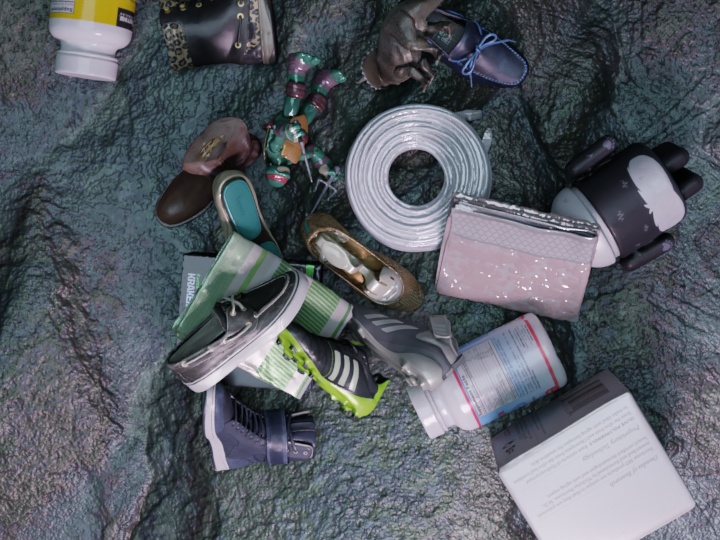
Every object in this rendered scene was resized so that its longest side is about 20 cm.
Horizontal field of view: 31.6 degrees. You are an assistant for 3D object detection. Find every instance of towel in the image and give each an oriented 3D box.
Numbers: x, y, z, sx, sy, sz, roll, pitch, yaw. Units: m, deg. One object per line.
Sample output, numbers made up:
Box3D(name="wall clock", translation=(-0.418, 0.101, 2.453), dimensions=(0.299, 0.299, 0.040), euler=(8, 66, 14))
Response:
Box3D(name="towel", translation=(0.203, -0.012, 1.668), dimensions=(0.199, 0.191, 0.032), euler=(13, 52, 7))
Box3D(name="towel", translation=(-0.121, 0.061, 1.624), dimensions=(0.200, 0.023, 0.153), euler=(31, 95, -25))

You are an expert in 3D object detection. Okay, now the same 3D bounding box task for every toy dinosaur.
Box3D(name="toy dinosaur", translation=(0.060, -0.296, 1.655), dimensions=(0.102, 0.077, 0.200), euler=(26, 129, 4))

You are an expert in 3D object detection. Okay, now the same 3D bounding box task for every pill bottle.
Box3D(name="pill bottle", translation=(0.166, 0.146, 1.707), dimensions=(0.200, 0.109, 0.109), euler=(-26, 92, 3))
Box3D(name="pill bottle", translation=(-0.354, -0.357, 1.692), dimensions=(0.111, 0.111, 0.201), euler=(8, 94, 1))

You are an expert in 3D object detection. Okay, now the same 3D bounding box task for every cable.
Box3D(name="cable", translation=(0.078, -0.124, 1.714), dimensions=(0.199, 0.069, 0.201), euler=(3, 93, 1))

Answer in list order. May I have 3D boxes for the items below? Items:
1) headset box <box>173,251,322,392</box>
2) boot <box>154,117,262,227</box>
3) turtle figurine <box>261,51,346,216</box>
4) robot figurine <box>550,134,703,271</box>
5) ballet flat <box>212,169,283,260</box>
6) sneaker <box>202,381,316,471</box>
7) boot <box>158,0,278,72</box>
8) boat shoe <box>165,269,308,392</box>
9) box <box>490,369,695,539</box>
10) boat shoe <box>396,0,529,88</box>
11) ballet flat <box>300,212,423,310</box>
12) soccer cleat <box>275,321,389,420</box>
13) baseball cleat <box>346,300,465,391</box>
Box3D(name="headset box", translation=(-0.141, 0.069, 1.718), dimensions=(0.199, 0.093, 0.175), euler=(5, 93, 0))
Box3D(name="boot", translation=(-0.212, -0.126, 1.655), dimensions=(0.186, 0.200, 0.064), euler=(-42, 90, 3))
Box3D(name="turtle figurine", translation=(-0.082, -0.180, 1.692), dimensions=(0.100, 0.150, 0.201), euler=(12, 85, 18))
Box3D(name="robot figurine", translation=(0.348, -0.090, 1.685), dimensions=(0.200, 0.125, 0.150), euler=(-33, 68, 3))
Box3D(name="ballet flat", translation=(-0.146, -0.038, 1.632), dimensions=(0.069, 0.070, 0.201), euler=(-13, 113, 2))
Box3D(name="sneaker", translation=(-0.134, 0.199, 1.688), dimensions=(0.146, 0.203, 0.077), euler=(-3, 58, 1))
Box3D(name="boot", translation=(-0.196, -0.366, 1.710), dimensions=(0.150, 0.073, 0.201), euler=(-10, 98, 2))
Box3D(name="boat shoe", translation=(-0.150, 0.064, 1.558), dimensions=(0.200, 0.071, 0.064), euler=(-43, 126, -2))
Box3D(name="box", translation=(0.296, 0.261, 1.664), dimensions=(0.200, 0.199, 0.172), euler=(-32, 92, 4))
Box3D(name="boat shoe", translation=(0.132, -0.299, 1.704), dimensions=(0.199, 0.069, 0.084), euler=(22, 93, 1))
Box3D(name="ballet flat", translation=(0.000, 0.000, 1.708), dimensions=(0.200, 0.065, 0.071), euler=(34, 109, -11))
Box3D(name="soccer cleat", translation=(-0.036, 0.112, 1.628), dimensions=(0.081, 0.067, 0.200), euler=(-53, 130, -13))
Box3D(name="baseball cleat", translation=(0.058, 0.085, 1.704), dimensions=(0.106, 0.070, 0.200), euler=(-39, 53, -17))
